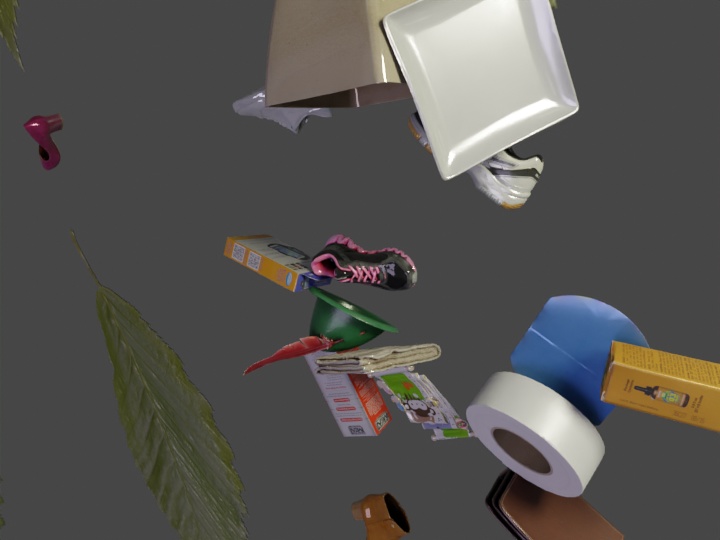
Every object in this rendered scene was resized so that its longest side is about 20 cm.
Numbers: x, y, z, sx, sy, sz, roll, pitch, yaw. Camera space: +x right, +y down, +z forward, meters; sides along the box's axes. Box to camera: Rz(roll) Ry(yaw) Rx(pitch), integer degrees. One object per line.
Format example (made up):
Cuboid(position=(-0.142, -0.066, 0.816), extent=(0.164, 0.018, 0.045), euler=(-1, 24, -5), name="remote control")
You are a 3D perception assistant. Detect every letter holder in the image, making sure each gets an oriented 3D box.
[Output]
Cuboid(position=(0.304, 0.431, 0.952), extent=(0.200, 0.142, 0.101), euler=(41, 133, 13), name="letter holder")

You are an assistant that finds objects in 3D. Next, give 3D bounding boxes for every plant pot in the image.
Cuboid(position=(-0.001, -0.316, 0.755), extent=(0.199, 0.199, 0.179), euler=(3, 104, 38), name="plant pot")

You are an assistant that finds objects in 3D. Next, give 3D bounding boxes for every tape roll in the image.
Cuboid(position=(0.262, 0.250, 0.883), extent=(0.202, 0.071, 0.203), euler=(35, 156, 18), name="tape roll")

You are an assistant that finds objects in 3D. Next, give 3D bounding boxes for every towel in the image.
Cuboid(position=(0.029, 0.149, 0.988), extent=(0.132, 0.199, 0.035), euler=(-10, 84, 42), name="towel")

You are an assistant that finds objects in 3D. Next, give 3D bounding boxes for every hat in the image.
Cuboid(position=(-0.058, 0.139, 1.013), extent=(0.199, 0.166, 0.177), euler=(26, 91, 8), name="hat")

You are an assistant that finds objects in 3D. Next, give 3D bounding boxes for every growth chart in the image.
Cuboid(position=(0.110, 0.244, 1.067), extent=(0.200, 0.018, 0.144), euler=(46, 142, -7), name="growth chart")

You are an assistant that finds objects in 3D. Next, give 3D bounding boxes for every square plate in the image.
Cuboid(position=(0.145, -0.240, 0.685), extent=(0.199, 0.199, 0.028), euler=(65, 173, -19), name="square plate")

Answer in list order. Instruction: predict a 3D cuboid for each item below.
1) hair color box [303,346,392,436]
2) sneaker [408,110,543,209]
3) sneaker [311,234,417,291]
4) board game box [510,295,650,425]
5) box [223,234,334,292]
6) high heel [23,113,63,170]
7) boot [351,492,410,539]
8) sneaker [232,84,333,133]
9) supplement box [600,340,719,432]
Cuboid(position=(-0.027, 0.233, 1.168), extent=(0.101, 0.061, 0.202), euler=(-16, 102, 43), name="hair color box")
Cuboid(position=(0.159, -0.173, 0.791), extent=(0.199, 0.076, 0.088), euler=(38, 117, 12), name="sneaker")
Cuboid(position=(0.000, 0.000, 0.991), extent=(0.199, 0.095, 0.080), euler=(14, 120, 32), name="sneaker")
Cuboid(position=(0.317, 0.123, 0.842), extent=(0.158, 0.039, 0.201), euler=(36, 124, 19), name="board game box")
Cuboid(position=(-0.142, -0.013, 1.080), extent=(0.199, 0.119, 0.042), euler=(28, 109, 26), name="box")
Cuboid(position=(-0.824, -0.321, 1.481), extent=(0.067, 0.096, 0.200), euler=(45, 134, 9), name="high heel")
Cuboid(position=(0.066, 0.592, 1.287), extent=(0.144, 0.071, 0.202), euler=(-33, 86, 48), name="boot")
Cuboid(position=(-0.131, -0.269, 0.968), extent=(0.199, 0.075, 0.089), euler=(0, 126, 38), name="sneaker")
Cuboid(position=(0.413, 0.150, 0.729), extent=(0.198, 0.069, 0.067), euler=(12, 118, 17), name="supplement box")
